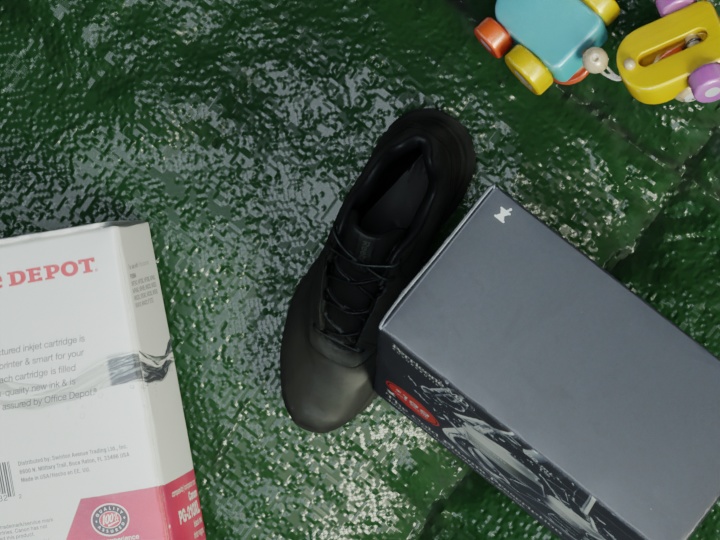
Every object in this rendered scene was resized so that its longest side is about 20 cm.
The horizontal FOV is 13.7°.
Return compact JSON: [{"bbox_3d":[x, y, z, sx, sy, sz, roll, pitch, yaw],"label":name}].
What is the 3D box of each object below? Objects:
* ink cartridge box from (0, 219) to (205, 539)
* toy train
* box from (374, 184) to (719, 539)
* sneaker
[{"bbox_3d":[-0.184,0.078,1.767,0.144,0.084,0.201,-10,92,12],"label":"ink cartridge box"},{"bbox_3d":[0.166,-0.159,1.706,0.199,0.056,0.151,1,68,21],"label":"toy train"},{"bbox_3d":[0.113,0.071,1.647,0.200,0.182,0.104,38,79,8],"label":"box"},{"bbox_3d":[0.000,0.000,1.725,0.076,0.091,0.201,21,98,8],"label":"sneaker"}]
